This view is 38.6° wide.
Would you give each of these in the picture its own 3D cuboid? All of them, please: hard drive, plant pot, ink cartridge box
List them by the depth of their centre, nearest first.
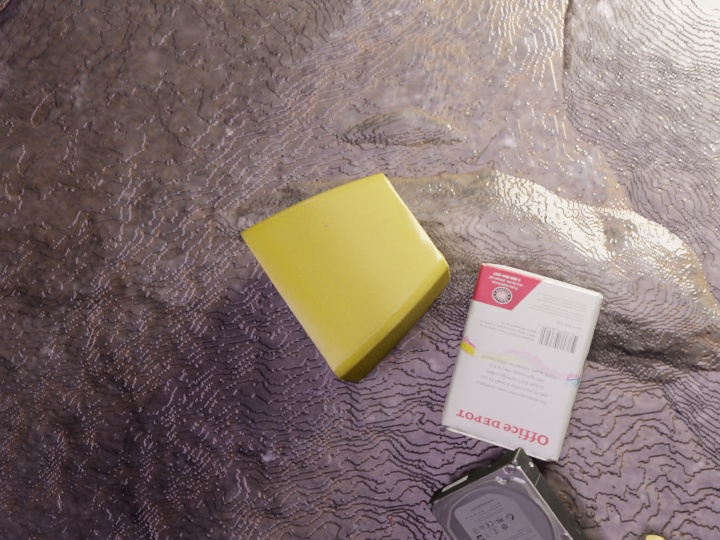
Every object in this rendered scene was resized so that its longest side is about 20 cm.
[{"bbox_3d":[0.189,0.320,1.206,0.139,0.038,0.201,-33,96,31],"label":"hard drive"},{"bbox_3d":[0.192,0.105,1.224,0.146,0.086,0.202,16,95,15],"label":"ink cartridge box"},{"bbox_3d":[0.000,0.000,1.232,0.176,0.200,0.201,-35,80,1],"label":"plant pot"}]

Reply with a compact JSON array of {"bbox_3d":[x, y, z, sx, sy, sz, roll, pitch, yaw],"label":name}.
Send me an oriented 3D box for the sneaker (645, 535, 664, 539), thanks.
[{"bbox_3d":[0.388,0.398,1.179,0.200,0.075,0.091,39,107,19],"label":"sneaker"}]
